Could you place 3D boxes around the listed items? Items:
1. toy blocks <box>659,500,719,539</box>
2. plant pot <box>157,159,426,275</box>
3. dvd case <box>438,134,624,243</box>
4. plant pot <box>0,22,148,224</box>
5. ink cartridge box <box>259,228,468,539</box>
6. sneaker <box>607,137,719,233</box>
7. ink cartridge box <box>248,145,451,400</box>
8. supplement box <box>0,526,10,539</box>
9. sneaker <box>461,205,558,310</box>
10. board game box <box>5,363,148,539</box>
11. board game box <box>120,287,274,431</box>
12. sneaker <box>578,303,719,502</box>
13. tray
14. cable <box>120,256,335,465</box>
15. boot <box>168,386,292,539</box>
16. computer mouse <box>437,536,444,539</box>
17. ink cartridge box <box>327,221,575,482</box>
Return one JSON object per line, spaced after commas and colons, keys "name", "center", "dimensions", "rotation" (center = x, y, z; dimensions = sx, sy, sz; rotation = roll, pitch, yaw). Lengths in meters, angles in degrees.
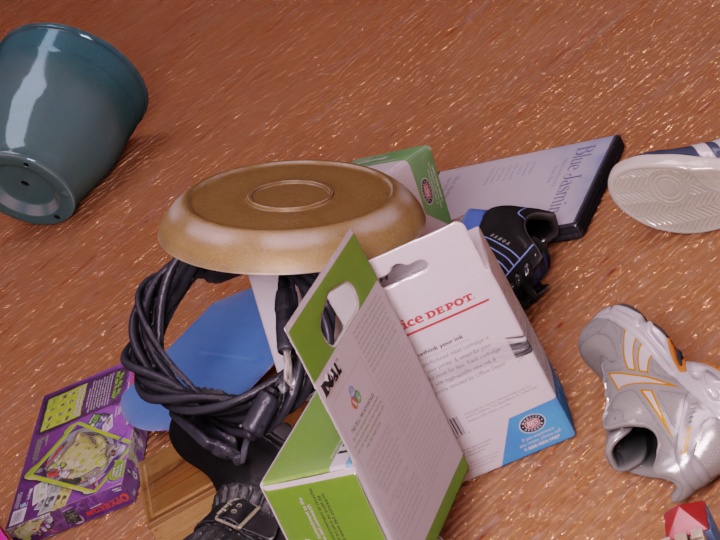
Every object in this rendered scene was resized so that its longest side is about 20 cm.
{"name": "toy blocks", "center": [0.183, 0.203, 0.903], "dimensions": [0.100, 0.137, 0.200], "rotation": [-21, 28, 16]}
{"name": "plant pot", "center": [-0.051, -0.045, 1.235], "dimensions": [0.199, 0.028, 0.200], "rotation": [-2, 23, 1]}
{"name": "dvd case", "center": [0.134, -0.062, 1.538], "dimensions": [0.199, 0.018, 0.143], "rotation": [-10, 32, 34]}
{"name": "plant pot", "center": [-0.383, -0.167, 2.056], "dimensions": [0.199, 0.200, 0.189], "rotation": [-11, 48, 33]}
{"name": "ink cartridge box", "center": [-0.014, 0.096, 1.114], "dimensions": [0.075, 0.201, 0.148], "rotation": [-16, 21, 26]}
{"name": "sneaker", "center": [0.302, -0.085, 1.355], "dimensions": [0.199, 0.075, 0.085], "rotation": [-2, 38, 27]}
{"name": "ink cartridge box", "center": [0.000, 0.000, 1.364], "dimensions": [0.087, 0.146, 0.200], "rotation": [-8, 17, 30]}
{"name": "supplement box", "center": [-0.294, 0.268, 1.300], "dimensions": [0.101, 0.104, 0.200], "rotation": [-36, 26, -14]}
{"name": "sneaker", "center": [0.112, 0.013, 1.373], "dimensions": [0.078, 0.070, 0.200], "rotation": [-4, 40, 21]}
{"name": "board game box", "center": [-0.249, 0.160, 1.524], "dimensions": [0.120, 0.032, 0.200], "rotation": [-26, 27, 16]}
{"name": "board game box", "center": [-0.117, 0.089, 1.501], "dimensions": [0.158, 0.039, 0.200], "rotation": [3, 41, 47]}
{"name": "sneaker", "center": [0.192, 0.091, 1.161], "dimensions": [0.092, 0.076, 0.200], "rotation": [-38, 27, -7]}
{"name": "tray", "center": [-0.086, 0.146, 1.378], "dimensions": [0.199, 0.037, 0.099], "rotation": [-30, 27, 2]}
{"name": "cable", "center": [-0.103, 0.039, 1.245], "dimensions": [0.200, 0.051, 0.164], "rotation": [38, 101, 42]}
{"name": "boot", "center": [-0.105, 0.181, 1.245], "dimensions": [0.211, 0.080, 0.158], "rotation": [21, 56, 39]}
{"name": "computer mouse", "center": [0.039, 0.222, 1.115], "dimensions": [0.109, 0.044, 0.200], "rotation": [-33, 27, -4]}
{"name": "ink cartridge box", "center": [0.062, 0.050, 1.213], "dimensions": [0.116, 0.200, 0.068], "rotation": [-24, 27, 11]}
